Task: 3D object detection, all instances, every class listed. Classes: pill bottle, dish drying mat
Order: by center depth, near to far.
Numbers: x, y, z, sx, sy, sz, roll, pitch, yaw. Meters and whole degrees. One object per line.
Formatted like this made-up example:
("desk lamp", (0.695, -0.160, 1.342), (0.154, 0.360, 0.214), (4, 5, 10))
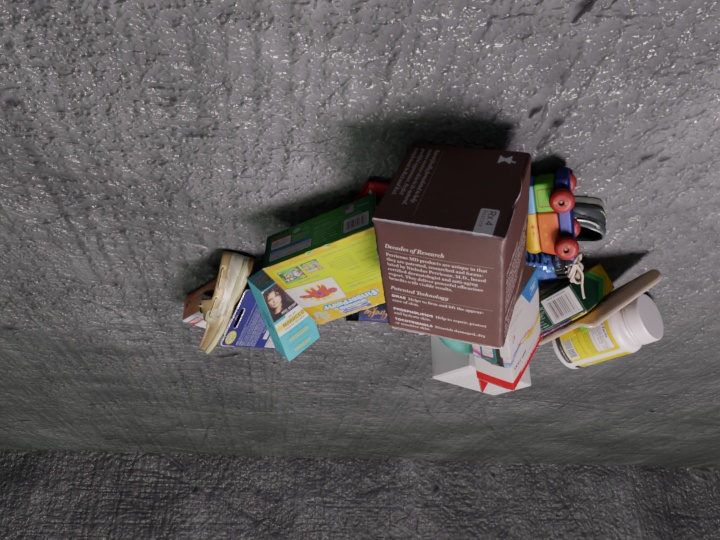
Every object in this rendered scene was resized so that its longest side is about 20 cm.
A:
("dish drying mat", (0.093, -0.098, 0.946), (0.198, 0.018, 0.077), (10, 150, -18))
("pill bottle", (0.508, 0.126, 1.276), (0.113, 0.116, 0.199), (20, 147, -34))

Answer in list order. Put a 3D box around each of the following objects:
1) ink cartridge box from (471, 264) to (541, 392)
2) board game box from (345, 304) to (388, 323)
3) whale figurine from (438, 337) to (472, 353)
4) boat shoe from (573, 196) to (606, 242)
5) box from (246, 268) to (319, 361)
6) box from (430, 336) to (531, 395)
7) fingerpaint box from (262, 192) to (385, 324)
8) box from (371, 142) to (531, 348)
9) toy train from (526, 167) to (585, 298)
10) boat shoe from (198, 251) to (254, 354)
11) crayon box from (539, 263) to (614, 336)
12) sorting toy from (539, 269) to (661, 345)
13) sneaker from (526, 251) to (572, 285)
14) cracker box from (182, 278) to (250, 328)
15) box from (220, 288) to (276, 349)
("ink cartridge box", (0.226, 0.097, 0.951), (0.067, 0.116, 0.201), (15, 140, 33))
("board game box", (0.048, 0.086, 1.207), (0.134, 0.035, 0.200), (4, 175, -7))
("whale figurine", (0.167, 0.049, 1.052), (0.158, 0.202, 0.104), (-18, -170, 33))
("boat shoe", (0.279, -0.072, 0.943), (0.197, 0.062, 0.073), (-1, 153, -3))
("box", (-0.138, 0.072, 1.140), (0.082, 0.049, 0.201), (-37, 140, -22))
("box", (0.253, 0.164, 1.308), (0.199, 0.154, 0.106), (21, 147, -34))
("fingerpaint box", (-0.023, -0.012, 0.967), (0.198, 0.074, 0.167), (-20, 136, 23))
("box", (0.127, -0.033, 0.814), (0.162, 0.167, 0.201), (10, 137, 21))
("toy train", (0.260, -0.042, 0.900), (0.114, 0.085, 0.202), (-3, 116, 24))
("boat shoe", (-0.256, 0.055, 1.116), (0.066, 0.202, 0.074), (24, -167, -10))
("crayon box", (0.339, 0.072, 1.119), (0.199, 0.059, 0.172), (-37, 170, 38))
("sorting toy", (0.429, 0.076, 1.124), (0.184, 0.037, 0.200), (-31, 173, -16))
("sneaker", (0.292, -0.024, 1.020), (0.111, 0.078, 0.199), (-17, 153, 42))
("cracker box", (-0.242, 0.086, 1.262), (0.133, 0.058, 0.199), (-25, 144, 37))
("box", (-0.175, 0.092, 1.182), (0.032, 0.122, 0.199), (35, -167, 36))
